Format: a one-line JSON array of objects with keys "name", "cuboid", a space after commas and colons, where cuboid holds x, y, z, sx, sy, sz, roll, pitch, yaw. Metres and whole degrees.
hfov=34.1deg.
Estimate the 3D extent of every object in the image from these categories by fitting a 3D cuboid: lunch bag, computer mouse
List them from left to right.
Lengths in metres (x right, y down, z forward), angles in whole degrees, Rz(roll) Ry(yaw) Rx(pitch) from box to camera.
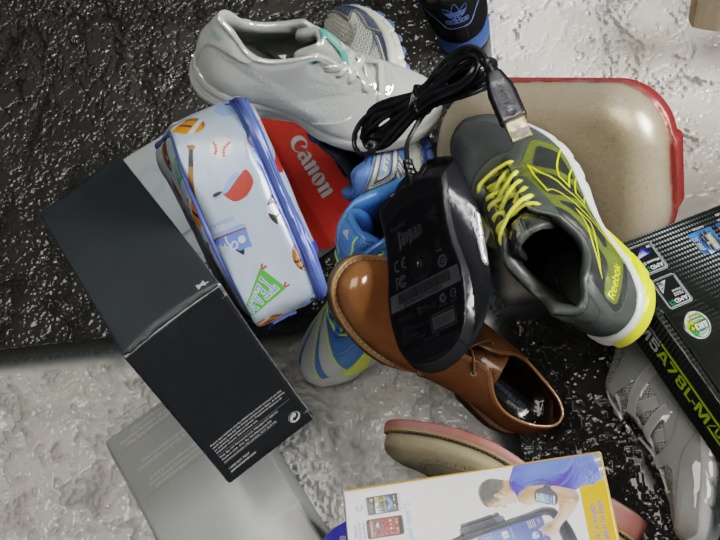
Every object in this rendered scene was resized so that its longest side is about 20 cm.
[{"name": "lunch bag", "cuboid": [-0.083, -0.035, 0.839, 0.075, 0.200, 0.162, -26, 95, -7]}, {"name": "computer mouse", "cuboid": [0.068, -0.042, 0.757, 0.140, 0.046, 0.202, -34, 58, 38]}]

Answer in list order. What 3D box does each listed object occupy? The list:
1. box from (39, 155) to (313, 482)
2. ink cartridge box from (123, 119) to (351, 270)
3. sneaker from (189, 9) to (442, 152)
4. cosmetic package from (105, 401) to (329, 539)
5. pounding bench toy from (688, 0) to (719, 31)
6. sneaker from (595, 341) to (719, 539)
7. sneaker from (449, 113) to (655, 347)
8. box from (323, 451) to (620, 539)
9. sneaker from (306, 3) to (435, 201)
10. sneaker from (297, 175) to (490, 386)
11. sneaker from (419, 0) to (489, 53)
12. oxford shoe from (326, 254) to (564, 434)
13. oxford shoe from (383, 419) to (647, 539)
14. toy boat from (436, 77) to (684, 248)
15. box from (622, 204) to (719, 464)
[{"name": "box", "cuboid": [-0.131, 0.029, 0.814, 0.078, 0.142, 0.200, -35, 40, -9]}, {"name": "ink cartridge box", "cuboid": [-0.089, -0.070, 0.983, 0.199, 0.047, 0.161, -32, 64, 2]}, {"name": "sneaker", "cuboid": [-0.024, -0.146, 0.871, 0.197, 0.089, 0.076, 8, 61, -16]}, {"name": "cosmetic package", "cuboid": [-0.090, 0.183, 0.859, 0.106, 0.090, 0.201, -33, 66, -2]}, {"name": "pounding bench toy", "cuboid": [0.366, -0.230, 0.888, 0.156, 0.124, 0.200, 39, 82, 25]}, {"name": "sneaker", "cuboid": [0.210, 0.101, 0.829, 0.081, 0.075, 0.202, -13, 54, 16]}, {"name": "sneaker", "cuboid": [0.118, -0.039, 0.776, 0.075, 0.084, 0.201, -48, 58, 19]}, {"name": "box", "cuboid": [0.070, 0.193, 0.759, 0.197, 0.042, 0.120, -9, 62, 3]}, {"name": "sneaker", "cuboid": [-0.004, -0.138, 0.955, 0.084, 0.077, 0.202, -5, 59, -25]}, {"name": "sneaker", "cuboid": [0.000, 0.000, 0.872, 0.200, 0.105, 0.076, -47, 45, 17]}, {"name": "sneaker", "cuboid": [0.070, -0.288, 1.015, 0.069, 0.078, 0.202, -17, 65, 7]}, {"name": "oxford shoe", "cuboid": [0.065, 0.050, 0.815, 0.199, 0.071, 0.072, 33, 78, -21]}, {"name": "oxford shoe", "cuboid": [0.096, 0.166, 0.826, 0.198, 0.071, 0.075, 22, 77, 22]}, {"name": "toy boat", "cuboid": [0.159, -0.088, 0.894, 0.198, 0.130, 0.132, 7, 112, 35]}, {"name": "box", "cuboid": [0.291, 0.040, 0.798, 0.198, 0.048, 0.194, -19, 59, -22]}]
